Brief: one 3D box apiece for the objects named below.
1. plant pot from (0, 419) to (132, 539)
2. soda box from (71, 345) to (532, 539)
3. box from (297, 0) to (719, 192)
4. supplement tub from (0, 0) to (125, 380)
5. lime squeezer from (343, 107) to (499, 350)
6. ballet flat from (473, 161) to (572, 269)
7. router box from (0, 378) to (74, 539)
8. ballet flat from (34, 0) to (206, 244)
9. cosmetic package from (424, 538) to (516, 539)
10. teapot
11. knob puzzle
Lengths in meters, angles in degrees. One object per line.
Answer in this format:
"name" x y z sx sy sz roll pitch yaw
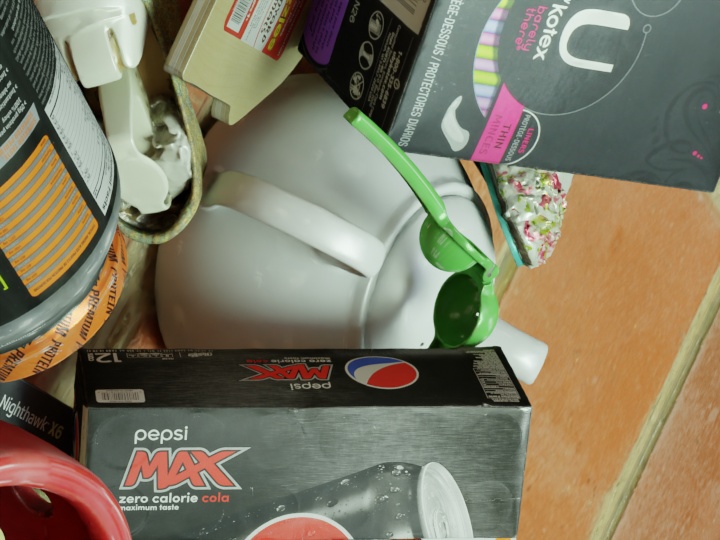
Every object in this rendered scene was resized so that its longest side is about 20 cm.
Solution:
"plant pot" -0.212 0.130 0.796 0.200 0.182 0.202 -33 133 -45
"soda box" -0.028 0.077 0.955 0.198 0.063 0.071 1 112 -11
"box" 0.090 -0.121 1.017 0.199 0.106 0.123 4 118 -31
"supplement tub" -0.166 -0.053 0.806 0.123 0.122 0.201 -53 145 -25
"lime squeezer" 0.029 0.002 0.983 0.070 0.038 0.201 -8 126 -6
"ballet flat" 0.079 -0.079 1.131 0.064 0.201 0.076 -24 129 2
"router box" -0.166 0.138 0.996 0.158 0.052 0.200 -65 149 -9
"ballet flat" -0.108 -0.088 0.933 0.071 0.070 0.201 -50 146 -29
"cosmetic package" 0.032 0.145 1.287 0.102 0.071 0.201 -48 142 -30
"teapot" 0.000 0.000 1.084 0.200 0.145 0.199 -35 135 -41
"knob puzzle" -0.031 -0.163 0.988 0.220 0.030 0.220 -61 168 -22
